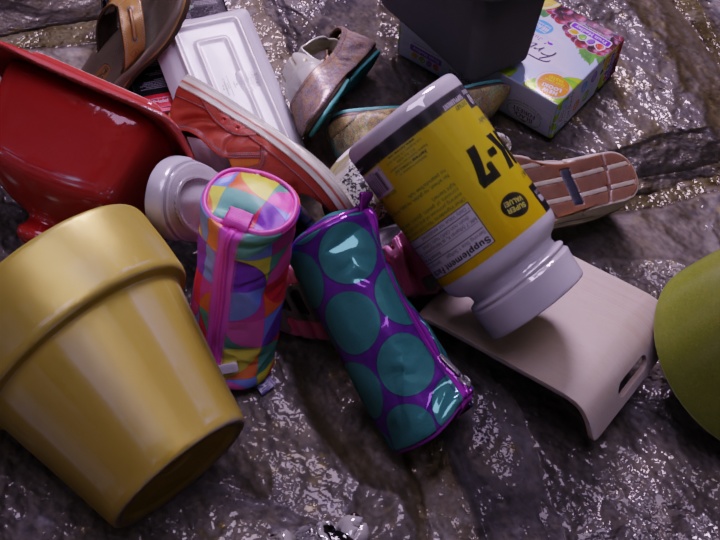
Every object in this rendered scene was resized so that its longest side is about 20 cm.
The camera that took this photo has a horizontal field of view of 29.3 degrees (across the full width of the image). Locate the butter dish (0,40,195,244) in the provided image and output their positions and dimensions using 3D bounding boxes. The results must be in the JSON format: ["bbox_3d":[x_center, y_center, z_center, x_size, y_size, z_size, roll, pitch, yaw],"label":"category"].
[{"bbox_3d":[-0.254,-0.083,1.218,0.198,0.200,0.149,24,76,11],"label":"butter dish"}]

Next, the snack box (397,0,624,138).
[{"bbox_3d":[0.158,-0.239,1.458,0.199,0.053,0.142,32,55,20],"label":"snack box"}]

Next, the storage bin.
[{"bbox_3d":[0.094,-0.287,1.367,0.145,0.135,0.200,-25,54,-28],"label":"storage bin"}]

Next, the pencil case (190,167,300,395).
[{"bbox_3d":[-0.099,0.014,1.129,0.087,0.202,0.089,6,41,-6],"label":"pencil case"}]

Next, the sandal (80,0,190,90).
[{"bbox_3d":[-0.231,-0.228,1.330,0.201,0.054,0.080,-52,49,3],"label":"sandal"}]

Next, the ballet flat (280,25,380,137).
[{"bbox_3d":[-0.041,-0.191,1.363,0.067,0.068,0.200,36,30,-2],"label":"ballet flat"}]

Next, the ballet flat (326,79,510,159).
[{"bbox_3d":[0.063,-0.137,1.362,0.198,0.071,0.071,-13,53,-18],"label":"ballet flat"}]

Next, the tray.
[{"bbox_3d":[-0.126,-0.171,1.325,0.106,0.022,0.202,-15,65,-19],"label":"tray"}]

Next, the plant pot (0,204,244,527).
[{"bbox_3d":[-0.194,0.084,1.067,0.200,0.201,0.189,-34,75,-30],"label":"plant pot"}]

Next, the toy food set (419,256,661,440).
[{"bbox_3d":[0.159,0.053,1.221,0.199,0.061,0.143,28,52,27],"label":"toy food set"}]

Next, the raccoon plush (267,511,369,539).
[{"bbox_3d":[-0.023,0.271,0.993,0.132,0.097,0.201,14,50,15],"label":"raccoon plush"}]

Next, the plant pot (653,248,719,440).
[{"bbox_3d":[0.373,0.030,1.132,0.185,0.200,0.189,11,58,-18],"label":"plant pot"}]

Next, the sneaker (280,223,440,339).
[{"bbox_3d":[0.000,0.000,1.240,0.198,0.080,0.095,-17,20,-8],"label":"sneaker"}]

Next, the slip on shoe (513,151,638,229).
[{"bbox_3d":[0.167,-0.070,1.289,0.198,0.061,0.077,-12,75,-29],"label":"slip on shoe"}]

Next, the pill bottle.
[{"bbox_3d":[0.090,-0.051,1.146,0.114,0.114,0.201,-38,92,-32],"label":"pill bottle"}]

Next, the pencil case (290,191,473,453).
[{"bbox_3d":[0.018,0.044,1.138,0.201,0.092,0.085,60,25,3],"label":"pencil case"}]

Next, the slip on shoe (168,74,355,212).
[{"bbox_3d":[-0.091,-0.102,1.245,0.199,0.074,0.062,33,91,8],"label":"slip on shoe"}]

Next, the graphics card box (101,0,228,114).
[{"bbox_3d":[-0.186,-0.221,1.403,0.124,0.051,0.201,-12,54,-16],"label":"graphics card box"}]

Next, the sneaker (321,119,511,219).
[{"bbox_3d":[0.055,-0.098,1.284,0.198,0.088,0.078,-25,101,-17],"label":"sneaker"}]

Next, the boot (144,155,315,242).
[{"bbox_3d":[-0.103,-0.051,1.183,0.094,0.200,0.075,9,89,19],"label":"boot"}]
